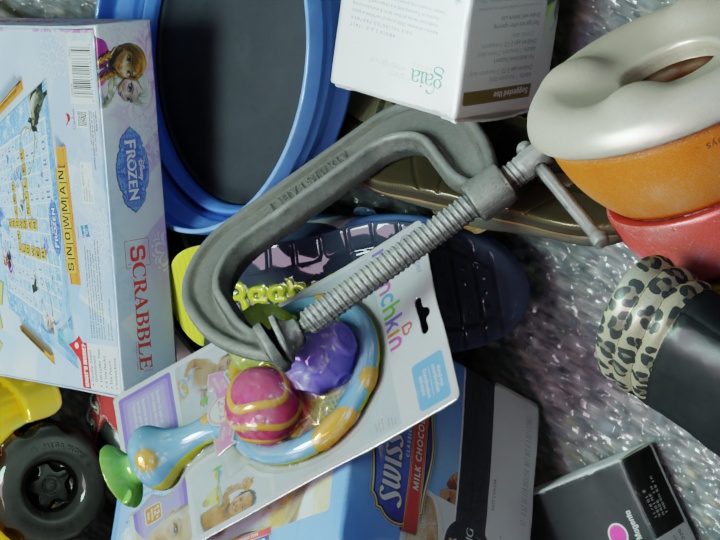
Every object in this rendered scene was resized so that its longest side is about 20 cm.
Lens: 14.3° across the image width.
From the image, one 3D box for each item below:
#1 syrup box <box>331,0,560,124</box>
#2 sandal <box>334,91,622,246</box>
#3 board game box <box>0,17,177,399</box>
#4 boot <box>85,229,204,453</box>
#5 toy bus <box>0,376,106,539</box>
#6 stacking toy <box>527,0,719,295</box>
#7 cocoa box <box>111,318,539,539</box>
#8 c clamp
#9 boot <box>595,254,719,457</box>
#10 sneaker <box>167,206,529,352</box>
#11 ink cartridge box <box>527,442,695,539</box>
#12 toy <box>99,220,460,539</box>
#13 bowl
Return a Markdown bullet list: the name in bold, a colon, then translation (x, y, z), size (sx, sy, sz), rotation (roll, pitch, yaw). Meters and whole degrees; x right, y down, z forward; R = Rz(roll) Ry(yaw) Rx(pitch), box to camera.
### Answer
- **syrup box**: translation (0.051, -0.178, 1.395), size (0.079, 0.081, 0.201), rotation (19, 110, 35)
- **sandal**: translation (0.068, -0.052, 1.455), size (0.200, 0.082, 0.055), rotation (19, 155, 33)
- **board game box**: translation (-0.182, -0.039, 1.583), size (0.199, 0.041, 0.201), rotation (7, 104, 48)
- **boot**: translation (-0.145, 0.032, 1.657), size (0.200, 0.072, 0.144), rotation (53, 135, 12)
- **toy bus**: translation (-0.240, 0.173, 1.678), size (0.136, 0.192, 0.200), rotation (12, 117, 68)
- **stacking toy**: translation (0.176, -0.020, 1.348), size (0.146, 0.146, 0.200), rotation (-6, 117, 41)
- **cocoa box**: translation (-0.023, 0.130, 1.510), size (0.200, 0.131, 0.134), rotation (-24, 48, 43)
- **c clamp**: translation (0.004, -0.016, 1.397), size (0.200, 0.027, 0.171), rotation (-32, 40, 6)
- **boot**: translation (0.191, 0.074, 1.325), size (0.154, 0.074, 0.204), rotation (33, 166, 22)
- **sneaker**: translation (0.000, 0.000, 1.521), size (0.200, 0.082, 0.074), rotation (2, 105, 24)
- **ink cartridge box**: translation (0.095, 0.166, 1.524), size (0.200, 0.037, 0.095), rotation (-27, 88, 44)
- **toy**: translation (-0.051, 0.057, 1.430), size (0.200, 0.047, 0.115), rotation (-33, 47, 24)
- **bowl**: translation (-0.073, -0.119, 1.526), size (0.200, 0.039, 0.201), rotation (0, 90, 51)
